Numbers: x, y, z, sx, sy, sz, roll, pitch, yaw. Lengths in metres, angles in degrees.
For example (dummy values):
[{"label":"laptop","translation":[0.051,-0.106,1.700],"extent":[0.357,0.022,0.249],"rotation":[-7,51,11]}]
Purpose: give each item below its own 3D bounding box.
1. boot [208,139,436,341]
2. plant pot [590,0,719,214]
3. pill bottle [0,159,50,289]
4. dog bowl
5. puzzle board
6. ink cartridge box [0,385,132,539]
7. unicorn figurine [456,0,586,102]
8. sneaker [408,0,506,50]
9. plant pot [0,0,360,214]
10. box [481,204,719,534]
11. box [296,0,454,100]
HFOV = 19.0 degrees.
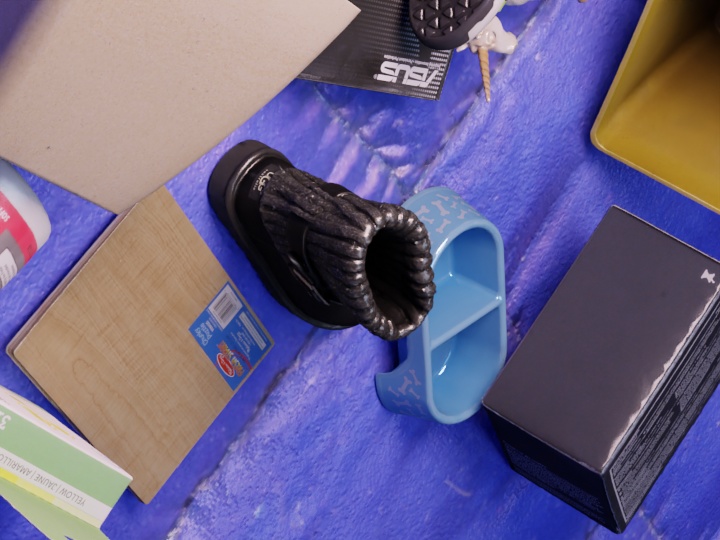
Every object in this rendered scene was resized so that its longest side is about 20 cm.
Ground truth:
[{"label":"boot","translation":[-0.002,0.002,1.473],"extent":[0.079,0.158,0.211],"rotation":[-57,142,-8]},{"label":"plant pot","translation":[0.332,-0.171,1.714],"extent":[0.176,0.200,0.200],"rotation":[-51,166,-42]},{"label":"pill bottle","translation":[-0.277,0.011,1.197],"extent":[0.200,0.111,0.111],"rotation":[-49,140,-19]},{"label":"dog bowl","translation":[0.065,0.033,1.658],"extent":[0.111,0.050,0.200],"rotation":[-31,132,-35]},{"label":"puzzle board","translation":[-0.145,0.050,1.451],"extent":[0.151,0.017,0.200],"rotation":[-52,141,-17]},{"label":"ink cartridge box","translation":[-0.188,0.120,1.289],"extent":[0.048,0.200,0.146],"rotation":[-57,142,-5]},{"label":"unicorn figurine","translation":[0.132,-0.227,1.560],"extent":[0.137,0.074,0.200],"rotation":[-4,116,-54]},{"label":"sneaker","translation":[0.106,-0.230,1.466],"extent":[0.200,0.072,0.083],"rotation":[-62,146,-6]},{"label":"plant pot","translation":[-0.161,-0.152,1.189],"extent":[0.177,0.200,0.200],"rotation":[-54,143,6]},{"label":"box","translation":[0.209,0.083,1.760],"extent":[0.200,0.123,0.198],"rotation":[-55,160,-12]},{"label":"box","translation":[0.007,-0.219,1.448],"extent":[0.200,0.047,0.193],"rotation":[5,104,-51]}]
